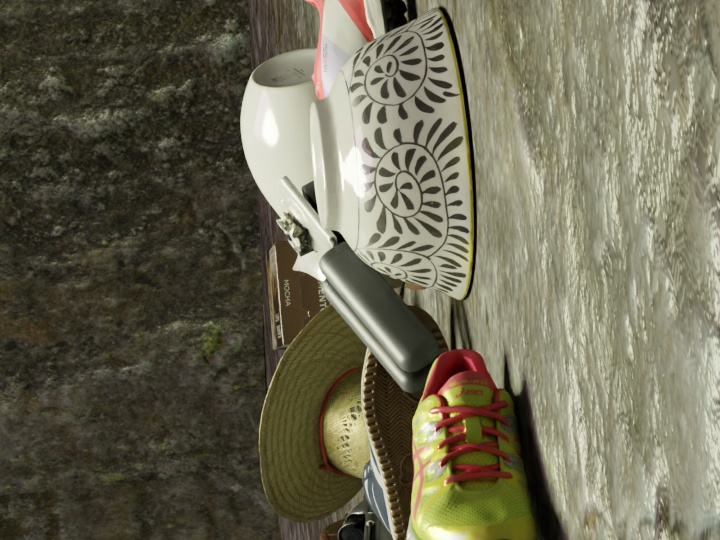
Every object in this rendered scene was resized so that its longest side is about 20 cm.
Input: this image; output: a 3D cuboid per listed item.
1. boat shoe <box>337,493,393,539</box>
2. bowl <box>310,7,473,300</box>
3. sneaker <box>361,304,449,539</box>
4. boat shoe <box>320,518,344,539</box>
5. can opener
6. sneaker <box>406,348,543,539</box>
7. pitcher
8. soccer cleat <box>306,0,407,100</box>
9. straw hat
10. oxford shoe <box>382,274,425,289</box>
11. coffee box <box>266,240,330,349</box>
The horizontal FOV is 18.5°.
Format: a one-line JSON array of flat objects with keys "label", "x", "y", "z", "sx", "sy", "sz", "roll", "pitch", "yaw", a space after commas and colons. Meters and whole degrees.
[{"label": "boat shoe", "x": 0.013, "y": 0.235, "z": 1.966, "sx": 0.200, "sy": 0.066, "sz": 0.070, "roll": -113, "pitch": 18, "yaw": -71}, {"label": "bowl", "x": 0.016, "y": -0.076, "z": 1.516, "sx": 0.201, "sy": 0.093, "sz": 0.202, "roll": 174, "pitch": 90, "yaw": -85}, {"label": "sneaker", "x": 0.033, "y": 0.118, "z": 1.640, "sx": 0.109, "sy": 0.070, "sz": 0.202, "roll": -133, "pitch": 35, "yaw": -78}, {"label": "boat shoe", "x": 0.004, "y": 0.313, "z": 2.178, "sx": 0.202, "sy": 0.074, "sz": 0.075, "roll": -93, "pitch": -14, "yaw": -73}, {"label": "can opener", "x": 0.000, "y": 0.000, "z": 1.571, "sx": 0.200, "sy": 0.066, "sz": 0.053, "roll": 54, "pitch": 164, "yaw": 34}, {"label": "sneaker", "x": 0.062, "y": 0.109, "z": 1.307, "sx": 0.200, "sy": 0.078, "sz": 0.091, "roll": -108, "pitch": 16, "yaw": -68}, {"label": "pitcher", "x": -0.023, "y": -0.078, "z": 1.903, "sx": 0.171, "sy": 0.121, "sz": 0.201, "roll": 35, "pitch": 144, "yaw": 56}, {"label": "soccer cleat", "x": 0.000, "y": -0.123, "z": 1.653, "sx": 0.068, "sy": 0.073, "sz": 0.202, "roll": 17, "pitch": -113, "yaw": -70}, {"label": "straw hat", "x": 0.009, "y": 0.128, "z": 1.784, "sx": 0.085, "sy": 0.201, "sz": 0.202, "roll": 21, "pitch": 127, "yaw": 34}, {"label": "oxford shoe", "x": 0.006, "y": -0.045, "z": 1.737, "sx": 0.200, "sy": 0.073, "sz": 0.071, "roll": -108, "pitch": 14, "yaw": -66}, {"label": "coffee box", "x": -0.057, "y": 0.028, "z": 2.419, "sx": 0.200, "sy": 0.079, "sz": 0.114, "roll": 156, "pitch": 110, "yaw": -84}]
